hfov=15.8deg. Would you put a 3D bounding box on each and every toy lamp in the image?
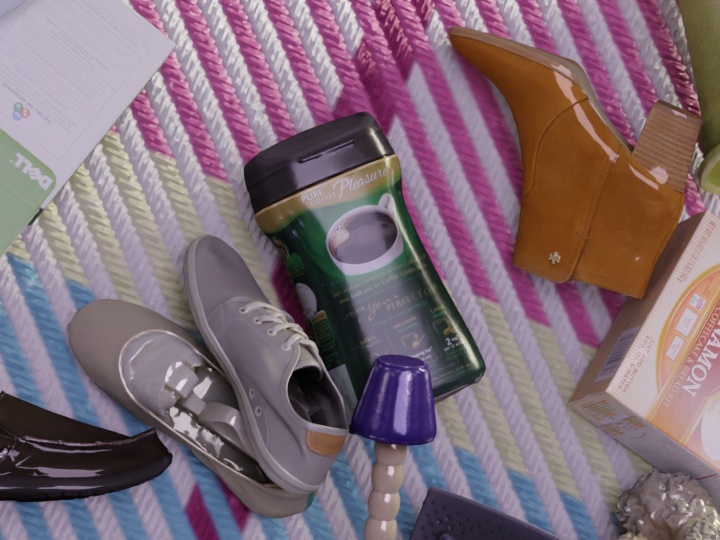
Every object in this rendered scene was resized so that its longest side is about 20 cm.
[{"bbox_3d":[0.015,0.155,1.664,0.058,0.058,0.202,1,102,-17],"label":"toy lamp"}]

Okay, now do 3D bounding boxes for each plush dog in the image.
[{"bbox_3d":[0.183,0.251,1.726,0.171,0.160,0.201,-24,87,7],"label":"plush dog"}]

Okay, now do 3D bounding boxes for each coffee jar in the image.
[{"bbox_3d":[0.000,0.000,1.728,0.104,0.085,0.201,-22,89,-16],"label":"coffee jar"}]

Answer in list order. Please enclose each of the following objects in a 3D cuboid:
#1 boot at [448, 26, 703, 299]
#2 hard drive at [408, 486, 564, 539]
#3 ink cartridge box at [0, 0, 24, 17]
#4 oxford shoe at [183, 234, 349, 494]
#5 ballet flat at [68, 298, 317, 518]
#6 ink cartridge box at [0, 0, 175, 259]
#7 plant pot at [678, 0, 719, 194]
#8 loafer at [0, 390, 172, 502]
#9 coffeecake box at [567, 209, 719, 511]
[{"bbox_3d":[0.127,-0.073,1.789,0.200,0.071,0.145,25,101,15],"label":"boot"},{"bbox_3d":[0.111,0.235,1.678,0.199,0.042,0.136,24,97,28],"label":"hard drive"},{"bbox_3d":[-0.267,-0.199,1.668,0.200,0.042,0.119,-39,50,-18],"label":"ink cartridge box"},{"bbox_3d":[-0.058,0.051,1.678,0.075,0.058,0.201,13,41,-44],"label":"oxford shoe"},{"bbox_3d":[-0.103,0.086,1.692,0.200,0.069,0.070,39,72,-8],"label":"ballet flat"},{"bbox_3d":[-0.222,-0.100,1.688,0.104,0.059,0.200,39,71,-6],"label":"ink cartridge box"},{"bbox_3d":[0.302,-0.177,1.812,0.199,0.200,0.185,-13,73,-19],"label":"plant pot"},{"bbox_3d":[-0.217,0.111,1.647,0.199,0.073,0.072,-2,83,-18],"label":"loafer"},{"bbox_3d":[0.271,0.081,1.806,0.199,0.073,0.154,35,72,-10],"label":"coffeecake box"}]
